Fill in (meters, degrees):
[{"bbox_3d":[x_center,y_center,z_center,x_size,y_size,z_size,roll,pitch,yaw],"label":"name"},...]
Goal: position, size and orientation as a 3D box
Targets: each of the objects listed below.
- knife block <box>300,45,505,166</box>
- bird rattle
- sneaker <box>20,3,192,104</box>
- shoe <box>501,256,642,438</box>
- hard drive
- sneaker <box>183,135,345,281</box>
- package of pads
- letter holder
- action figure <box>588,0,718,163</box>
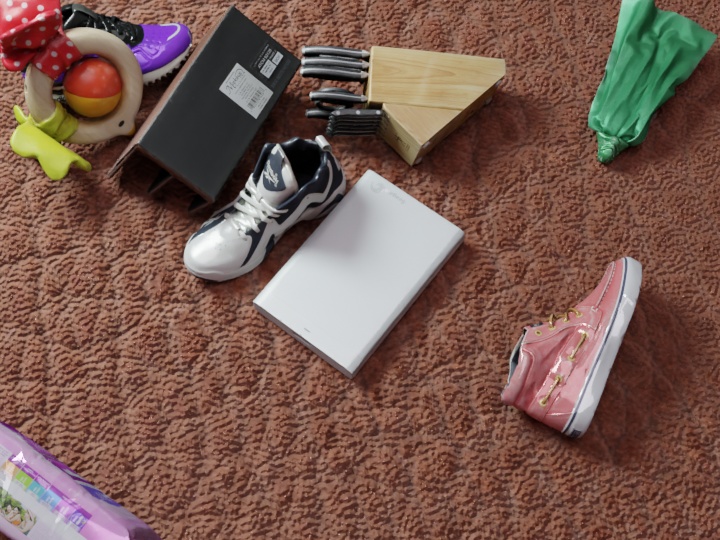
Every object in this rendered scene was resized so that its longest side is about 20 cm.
[{"bbox_3d":[0.037,-0.216,1.156,0.200,0.064,0.176,-41,84,-17],"label":"knife block"},{"bbox_3d":[-0.318,-0.206,1.119,0.163,0.200,0.113,-11,22,-33],"label":"bird rattle"},{"bbox_3d":[-0.292,-0.259,1.166,0.200,0.100,0.070,-19,42,-8],"label":"sneaker"},{"bbox_3d":[0.213,0.062,1.040,0.091,0.071,0.200,23,72,4],"label":"shoe"},{"bbox_3d":[0.000,0.000,1.096,0.132,0.026,0.200,35,70,15],"label":"hard drive"},{"bbox_3d":[-0.103,-0.075,1.073,0.199,0.130,0.080,-27,67,-12],"label":"sneaker"},{"bbox_3d":[-0.282,0.219,0.943,0.200,0.121,0.076,32,75,14],"label":"package of pads"},{"bbox_3d":[-0.177,-0.167,1.144,0.101,0.142,0.200,37,65,-18],"label":"letter holder"},{"bbox_3d":[0.314,-0.209,1.176,0.118,0.055,0.200,26,75,10],"label":"action figure"}]
